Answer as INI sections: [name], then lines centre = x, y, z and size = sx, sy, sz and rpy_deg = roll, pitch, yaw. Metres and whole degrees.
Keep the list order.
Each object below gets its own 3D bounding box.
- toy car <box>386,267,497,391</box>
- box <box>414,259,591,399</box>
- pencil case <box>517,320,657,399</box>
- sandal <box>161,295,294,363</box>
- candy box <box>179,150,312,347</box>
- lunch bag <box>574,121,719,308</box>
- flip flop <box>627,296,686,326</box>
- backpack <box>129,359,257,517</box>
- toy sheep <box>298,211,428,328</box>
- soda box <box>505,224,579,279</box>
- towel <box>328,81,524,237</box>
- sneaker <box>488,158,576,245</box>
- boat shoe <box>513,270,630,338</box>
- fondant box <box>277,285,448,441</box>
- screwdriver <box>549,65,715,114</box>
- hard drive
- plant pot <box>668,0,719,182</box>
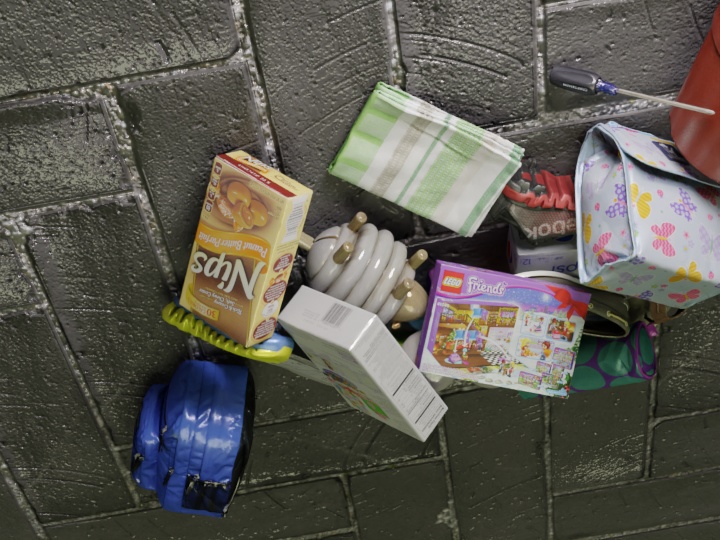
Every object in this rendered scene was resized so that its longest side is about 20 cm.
[toy car]
centre = 0.120, 0.070, 1.723
size = 0.197, 0.175, 0.152
rpy_deg = -4, 102, -7
[box]
centre = 0.177, 0.074, 1.623
size = 0.197, 0.039, 0.139
rpy_deg = 11, 97, -9
[pencil case]
centre = 0.312, 0.125, 1.814
size = 0.198, 0.093, 0.086
rpy_deg = -12, 114, 32
[sandal]
centre = -0.164, 0.056, 1.641
size = 0.079, 0.199, 0.088
rpy_deg = 27, 87, -61
[candy box]
centre = -0.138, -0.025, 1.541
size = 0.055, 0.115, 0.202
rpy_deg = -19, 133, -54
[lunch bag]
centre = 0.351, -0.075, 1.555
size = 0.168, 0.202, 0.127
rpy_deg = 15, 152, -26
[flip flop]
centre = 0.428, 0.031, 1.787
size = 0.080, 0.058, 0.200
rpy_deg = 22, 129, -29
[backpack]
centre = -0.229, 0.228, 1.806
size = 0.166, 0.164, 0.201
rpy_deg = 9, 136, -14
[toy sheep]
centre = 0.000, 0.000, 1.630
size = 0.199, 0.138, 0.138
rpy_deg = 34, 126, -7
[soda box]
centre = 0.292, -0.031, 1.691
size = 0.197, 0.064, 0.069
rpy_deg = -6, 140, -4
[towel]
centre = 0.077, -0.125, 1.547
size = 0.198, 0.031, 0.150
rpy_deg = 23, 129, -12
[sneaker]
centre = 0.247, -0.075, 1.632
size = 0.198, 0.071, 0.098
rpy_deg = 13, 133, -20
[boat shoe]
centre = 0.264, 0.048, 1.684
size = 0.199, 0.061, 0.072
rpy_deg = 8, 146, -24
[fondant box]
centre = 0.003, 0.115, 1.606
size = 0.058, 0.144, 0.201
rpy_deg = -51, 131, -17
[screwdriver]
centre = 0.302, -0.195, 1.459
size = 0.028, 0.199, 0.029
rpy_deg = -21, 129, -53
[hard drive]
centre = -0.068, 0.118, 1.754
size = 0.199, 0.038, 0.139
rpy_deg = 25, 165, -31
[plant pot]
centre = 0.451, -0.209, 1.449
size = 0.198, 0.203, 0.196
rpy_deg = 5, 144, -14
